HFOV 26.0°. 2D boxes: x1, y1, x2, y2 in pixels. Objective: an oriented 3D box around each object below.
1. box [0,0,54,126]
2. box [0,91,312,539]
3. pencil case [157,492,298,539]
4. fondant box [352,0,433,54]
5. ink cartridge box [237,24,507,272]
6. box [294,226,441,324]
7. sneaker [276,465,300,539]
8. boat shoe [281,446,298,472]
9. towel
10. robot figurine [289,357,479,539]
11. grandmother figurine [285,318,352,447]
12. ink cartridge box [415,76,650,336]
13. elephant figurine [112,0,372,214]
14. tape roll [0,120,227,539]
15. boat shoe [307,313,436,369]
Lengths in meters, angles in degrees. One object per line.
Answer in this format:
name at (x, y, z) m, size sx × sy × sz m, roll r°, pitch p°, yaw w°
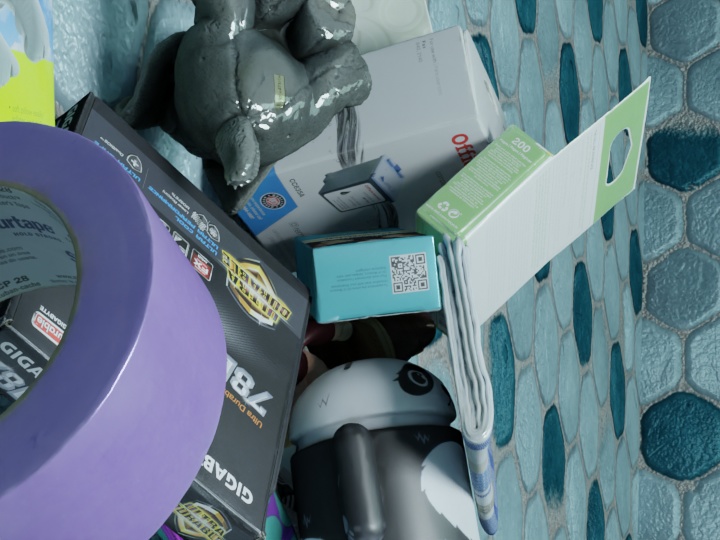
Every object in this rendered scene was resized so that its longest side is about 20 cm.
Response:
box at (-0.206, -0.156, 0.808) m, size 0.122 × 0.047 × 0.202 m, roll 2°, pitch 86°, yaw -72°
box at (-0.118, 0.029, 0.889) m, size 0.200 × 0.049 × 0.199 m, roll 44°, pitch 32°, yaw -26°
pencil case at (-0.102, 0.153, 1.009) m, size 0.093 × 0.084 × 0.201 m, roll -59°, pitch 144°, yaw -32°
fondant box at (-0.021, -0.198, 1.196) m, size 0.058 × 0.143 × 0.201 m, roll -96°, pitch 171°, yaw -56°
ink cartridge box at (0.006, -0.087, 1.173) m, size 0.147 × 0.198 × 0.087 m, roll 54°, pitch 26°, yaw -58°
box at (0.000, 0.000, 1.084) m, size 0.200 × 0.081 × 0.050 m, roll -153°, pitch -123°, yaw -83°
sneaker at (-0.004, 0.219, 1.160) m, size 0.114 × 0.075 × 0.201 m, roll -15°, pitch 63°, yaw -39°
boat shoe at (-0.031, 0.188, 1.238) m, size 0.074 × 0.067 × 0.201 m, roll 64°, pitch 30°, yaw -49°
towel at (0.077, 0.083, 1.065) m, size 0.200 × 0.024 × 0.148 m, roll 75°, pitch 8°, yaw -62°
robot figurine at (0.019, 0.160, 1.061) m, size 0.150 × 0.124 × 0.202 m, roll 143°, pitch -58°, yaw -60°
grandmother figurine at (-0.057, 0.072, 1.105) m, size 0.061 × 0.121 × 0.200 m, roll 46°, pitch -2°, yaw 21°
ink cartridge box at (0.126, -0.052, 1.145) m, size 0.200 × 0.048 × 0.146 m, roll -42°, pitch 155°, yaw -19°
elephant figurine at (-0.089, -0.110, 1.016) m, size 0.154 × 0.200 × 0.143 m, roll -21°, pitch 86°, yaw -36°
tape roll at (-0.163, 0.041, 0.669) m, size 0.085 × 0.198 × 0.202 m, roll 59°, pitch 33°, yaw -52°
boat shoe at (0.004, 0.046, 1.219) m, size 0.073 × 0.072 × 0.200 m, roll 66°, pitch -17°, yaw -6°
